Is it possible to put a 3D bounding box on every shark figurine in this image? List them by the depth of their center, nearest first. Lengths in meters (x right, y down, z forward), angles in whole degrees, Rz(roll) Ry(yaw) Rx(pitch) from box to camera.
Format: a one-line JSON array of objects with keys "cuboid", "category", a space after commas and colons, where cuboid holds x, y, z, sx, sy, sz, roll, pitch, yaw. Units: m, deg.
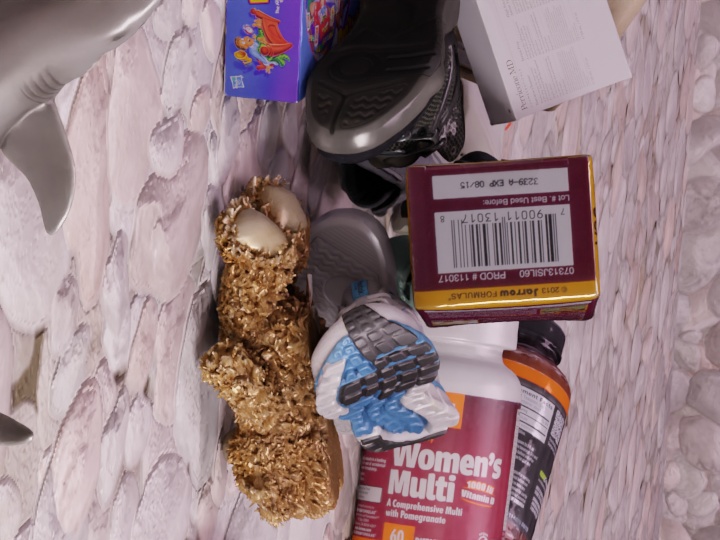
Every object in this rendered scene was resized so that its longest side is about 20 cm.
[{"cuboid": [-0.168, -0.035, 1.013, 0.089, 0.128, 0.215, 12, 103, -52], "category": "shark figurine"}]

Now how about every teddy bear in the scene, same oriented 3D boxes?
[{"cuboid": [-0.055, 0.045, 1.516, 0.145, 0.066, 0.201, -80, 163, -56], "category": "teddy bear"}]

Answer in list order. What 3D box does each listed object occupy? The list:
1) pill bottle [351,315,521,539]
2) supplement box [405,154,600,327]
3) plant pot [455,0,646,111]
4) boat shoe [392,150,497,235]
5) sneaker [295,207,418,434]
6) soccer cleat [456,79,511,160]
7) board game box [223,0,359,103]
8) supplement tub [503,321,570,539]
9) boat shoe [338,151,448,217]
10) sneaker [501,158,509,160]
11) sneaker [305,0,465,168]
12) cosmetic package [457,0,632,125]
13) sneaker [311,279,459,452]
[{"cuboid": [0.057, 0.120, 1.888, 0.110, 0.109, 0.201, 21, 75, -76], "category": "pill bottle"}, {"cuboid": [0.088, -0.015, 1.608, 0.200, 0.110, 0.086, 51, 36, -84], "category": "supplement box"}, {"cuboid": [0.104, -0.216, 1.697, 0.200, 0.199, 0.178, 133, -22, -78], "category": "plant pot"}, {"cuboid": [0.075, -0.050, 1.836, 0.199, 0.074, 0.066, 176, -69, -80], "category": "boat shoe"}, {"cuboid": [0.000, 0.000, 1.664, 0.201, 0.073, 0.118, 95, 16, -52], "category": "sneaker"}, {"cuboid": [0.081, -0.060, 1.953, 0.077, 0.069, 0.201, 5, 73, -45], "category": "soccer cleat"}, {"cuboid": [-0.027, -0.185, 1.536, 0.200, 0.045, 0.135, -45, 140, -69], "category": "board game box"}, {"cuboid": [0.102, 0.130, 2.062, 0.107, 0.107, 0.201, 74, 31, -58], "category": "supplement tub"}, {"cuboid": [0.011, -0.076, 1.728, 0.072, 0.070, 0.201, -58, 168, -5], "category": "boat shoe"}, {"cuboid": [0.098, -0.023, 2.100, 0.200, 0.075, 0.116, -21, 121, -64], "category": "sneaker"}, {"cuboid": [0.020, -0.090, 1.516, 0.200, 0.076, 0.115, -71, 156, -59], "category": "sneaker"}, {"cuboid": [0.087, -0.195, 1.580, 0.051, 0.082, 0.201, -4, -75, 71], "category": "cosmetic package"}, {"cuboid": [0.004, 0.042, 1.513, 0.200, 0.075, 0.087, 69, 3, -72], "category": "sneaker"}]
